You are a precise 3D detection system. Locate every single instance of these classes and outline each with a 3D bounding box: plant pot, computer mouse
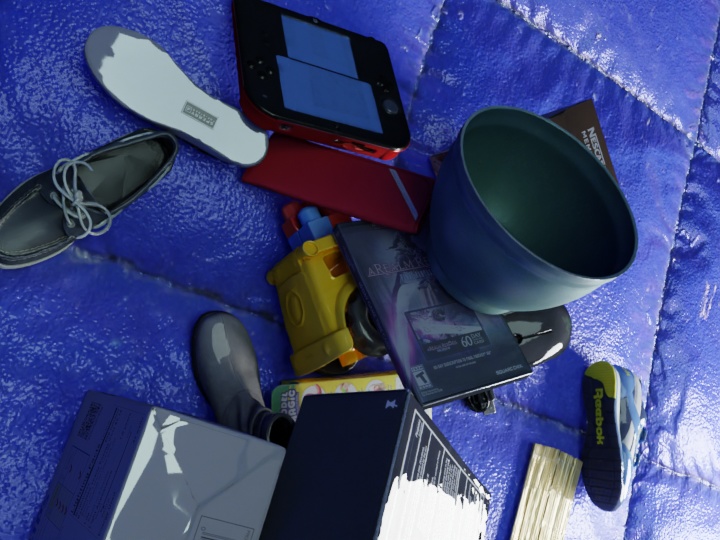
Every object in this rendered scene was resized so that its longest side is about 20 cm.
[{"bbox_3d":[0.146,-0.040,0.755,0.199,0.134,0.201,18,49,-21],"label":"plant pot"},{"bbox_3d":[0.207,0.090,0.989,0.199,0.053,0.139,-18,95,-31],"label":"computer mouse"}]

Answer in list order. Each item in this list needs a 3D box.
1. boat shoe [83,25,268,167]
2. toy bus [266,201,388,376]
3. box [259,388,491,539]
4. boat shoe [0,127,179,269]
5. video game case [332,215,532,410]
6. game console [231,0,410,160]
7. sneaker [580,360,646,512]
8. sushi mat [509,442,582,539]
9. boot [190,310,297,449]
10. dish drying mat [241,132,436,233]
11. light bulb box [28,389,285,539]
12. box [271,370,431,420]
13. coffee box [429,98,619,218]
[{"bbox_3d":[-0.183,-0.163,0.767,0.200,0.057,0.069,33,80,-24],"label":"boat shoe"},{"bbox_3d":[0.000,0.000,0.837,0.199,0.136,0.193,-17,80,-33],"label":"toy bus"},{"bbox_3d":[0.015,0.242,0.689,0.199,0.123,0.201,55,39,-39],"label":"box"},{"bbox_3d":[-0.253,-0.070,0.713,0.200,0.062,0.075,-34,106,-28],"label":"boat shoe"},{"bbox_3d":[0.071,0.031,0.766,0.142,0.019,0.201,-9,64,-33],"label":"video game case"},{"bbox_3d":[-0.041,-0.209,0.835,0.199,0.031,0.178,10,58,-31],"label":"game console"},{"bbox_3d":[0.353,0.227,1.058,0.082,0.074,0.201,9,83,-33],"label":"sneaker"},{"bbox_3d":[0.235,0.333,1.012,0.095,0.012,0.201,26,73,-26],"label":"sushi mat"},{"bbox_3d":[-0.102,0.135,0.750,0.069,0.131,0.201,-15,94,-30],"label":"boot"},{"bbox_3d":[-0.020,-0.094,0.801,0.199,0.018,0.077,19,60,17],"label":"dish drying mat"},{"bbox_3d":[-0.186,0.216,0.653,0.124,0.200,0.199,26,73,-28],"label":"light bulb box"},{"bbox_3d":[-0.012,0.174,0.853,0.199,0.048,0.118,1,86,-34],"label":"box"},{"bbox_3d":[0.186,-0.112,0.902,0.079,0.200,0.115,-27,101,-33],"label":"coffee box"}]
